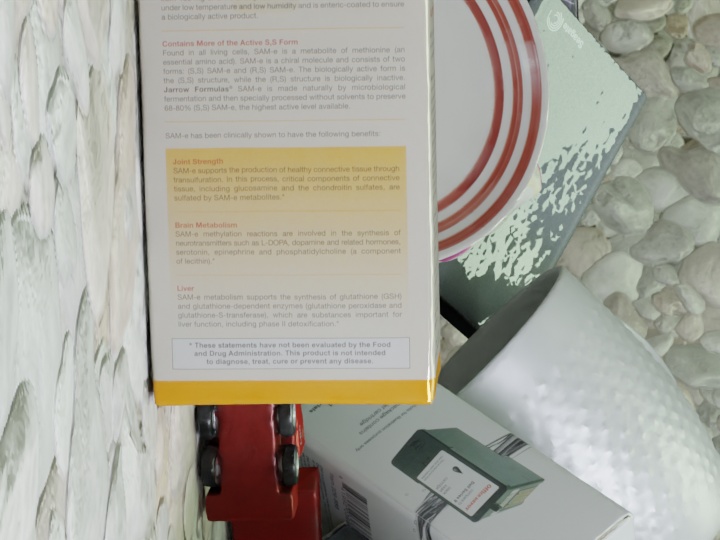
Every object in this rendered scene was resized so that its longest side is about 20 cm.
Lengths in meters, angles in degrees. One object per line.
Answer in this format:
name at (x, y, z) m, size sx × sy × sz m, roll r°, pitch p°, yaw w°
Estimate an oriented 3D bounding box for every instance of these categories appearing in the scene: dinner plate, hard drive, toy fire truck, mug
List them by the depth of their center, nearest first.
dinner plate at (0.007, -0.100, 1.267) m, size 0.024 × 0.200 × 0.201 m, roll 164°, pitch -72°, yaw -64°
toy fire truck at (-0.052, 0.067, 1.268) m, size 0.141 × 0.049 × 0.201 m, roll -73°, pitch 161°, yaw -78°
mug at (0.142, 0.097, 1.503) m, size 0.148 × 0.175 × 0.200 m, roll -42°, pitch -175°, yaw 36°
hard drive at (0.096, -0.065, 1.558) m, size 0.140 × 0.033 × 0.200 m, roll 40°, pitch 74°, yaw -44°

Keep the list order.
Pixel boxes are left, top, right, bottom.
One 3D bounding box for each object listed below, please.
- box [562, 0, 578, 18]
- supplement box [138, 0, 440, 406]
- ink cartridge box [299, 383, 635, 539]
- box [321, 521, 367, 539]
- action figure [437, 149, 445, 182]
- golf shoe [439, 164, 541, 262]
box at (0.048, -0.159, 1.657) m, size 0.115 × 0.199 × 0.133 m, roll -84°, pitch 172°, yaw -69°
supplement box at (-0.029, -0.045, 1.071) m, size 0.074 × 0.126 × 0.201 m, roll -63°, pitch 153°, yaw -80°
ink cartridge box at (0.058, 0.157, 1.370) m, size 0.084 × 0.200 × 0.146 m, roll -36°, pitch 139°, yaw -26°
box at (0.028, 0.266, 1.350) m, size 0.200 × 0.086 × 0.164 m, roll 40°, pitch -28°, yaw 34°
action figure at (0.000, 0.000, 1.359) m, size 0.118 × 0.055 × 0.200 m, roll -37°, pitch 165°, yaw -48°
golf shoe at (0.025, -0.037, 1.457) m, size 0.091 × 0.200 × 0.076 m, roll -24°, pitch 103°, yaw -40°
